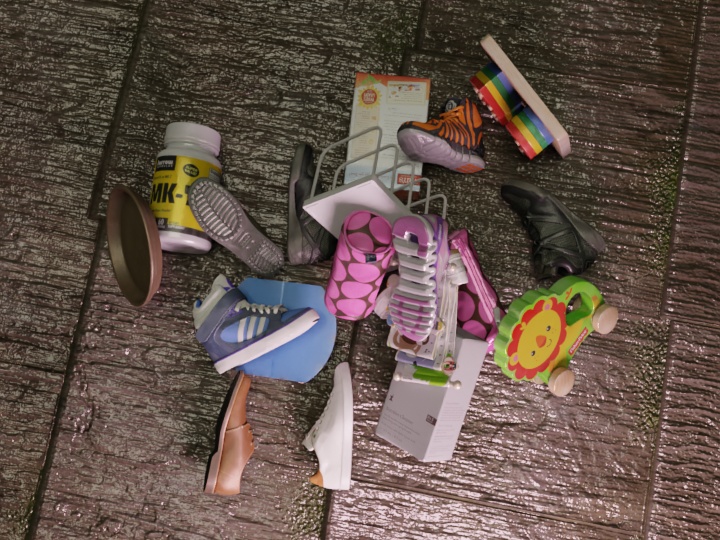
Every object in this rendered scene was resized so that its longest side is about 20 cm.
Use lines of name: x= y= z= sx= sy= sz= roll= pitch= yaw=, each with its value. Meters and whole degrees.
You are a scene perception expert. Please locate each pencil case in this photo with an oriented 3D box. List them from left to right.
pencil case: x=0.000 y=0.000 z=1.308 sx=0.092 sy=0.201 sz=0.092 roll=13 pitch=57 yaw=-4
pencil case: x=0.181 y=0.032 z=1.369 sx=0.090 sy=0.094 sz=0.203 roll=-25 pitch=79 yaw=-7

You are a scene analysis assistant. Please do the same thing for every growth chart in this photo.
growth chart: x=0.093 y=0.077 z=1.283 sx=0.143 sy=0.018 sz=0.204 roll=-5 pitch=83 yaw=39

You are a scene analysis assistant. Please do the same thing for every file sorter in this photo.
file sorter: x=0.031 y=-0.111 z=1.332 sx=0.137 sy=0.200 sz=0.126 roll=-17 pitch=48 yaw=35

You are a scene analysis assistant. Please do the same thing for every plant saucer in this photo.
plant saucer: x=-0.374 y=-0.041 z=1.390 sx=0.029 sy=0.199 sz=0.204 roll=-11 pitch=77 yaw=-35

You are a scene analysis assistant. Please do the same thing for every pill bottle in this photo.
pill bottle: x=-0.296 y=-0.138 z=1.424 sx=0.112 sy=0.114 sz=0.204 roll=5 pitch=80 yaw=4

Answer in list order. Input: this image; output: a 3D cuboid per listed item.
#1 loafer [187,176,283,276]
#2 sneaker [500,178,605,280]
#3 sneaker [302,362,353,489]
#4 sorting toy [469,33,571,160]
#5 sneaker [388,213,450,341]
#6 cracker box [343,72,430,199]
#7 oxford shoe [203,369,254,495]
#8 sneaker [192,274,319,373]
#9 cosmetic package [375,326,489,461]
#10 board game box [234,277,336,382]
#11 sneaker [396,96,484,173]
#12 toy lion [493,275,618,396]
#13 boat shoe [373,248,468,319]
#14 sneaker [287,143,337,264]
loafer: x=-0.210 y=-0.071 z=1.389 sx=0.075 sy=0.070 sz=0.201 roll=-41 pitch=108 yaw=-2
sneaker: x=0.298 y=-0.062 z=1.395 sx=0.199 sy=0.076 sz=0.115 roll=40 pitch=78 yaw=4
sneaker: x=-0.052 y=0.249 z=1.362 sx=0.083 sy=0.073 sz=0.204 roll=3 pitch=82 yaw=1
sorting toy: x=0.255 y=-0.264 z=1.378 sx=0.069 sy=0.198 sz=0.201 roll=-37 pitch=80 yaw=12
sneaker: x=0.095 y=0.005 z=1.232 sx=0.079 sy=0.088 sz=0.204 roll=17 pitch=119 yaw=31
cracker box: x=0.047 y=-0.231 z=1.448 sx=0.131 sy=0.058 sz=0.204 roll=6 pitch=80 yaw=4
oxford shoe: x=-0.203 y=0.266 z=1.379 sx=0.070 sy=0.071 sz=0.204 roll=13 pitch=87 yaw=-12
sneaker: x=-0.180 y=0.062 z=1.361 sx=0.198 sy=0.081 sz=0.148 roll=-27 pitch=84 yaw=11
cosmetic package: x=0.112 y=0.183 z=1.318 sx=0.112 sy=0.080 sz=0.204 roll=21 pitch=98 yaw=40
board game box: x=-0.134 y=0.100 z=1.413 sx=0.196 sy=0.039 sz=0.161 roll=6 pitch=85 yaw=10
sneaker: x=0.133 y=-0.239 z=1.399 sx=0.077 sy=0.198 sz=0.114 roll=-10 pitch=73 yaw=42
toy lion: x=0.296 y=0.091 z=1.314 sx=0.201 sy=0.192 sz=0.068 roll=-52 pitch=40 yaw=-7
boat shoe: x=0.094 y=0.041 z=1.343 sx=0.070 sy=0.199 sz=0.070 roll=-11 pitch=71 yaw=-43
sneaker: x=-0.067 y=-0.113 z=1.420 sx=0.112 sy=0.076 sz=0.204 roll=-1 pitch=83 yaw=1
